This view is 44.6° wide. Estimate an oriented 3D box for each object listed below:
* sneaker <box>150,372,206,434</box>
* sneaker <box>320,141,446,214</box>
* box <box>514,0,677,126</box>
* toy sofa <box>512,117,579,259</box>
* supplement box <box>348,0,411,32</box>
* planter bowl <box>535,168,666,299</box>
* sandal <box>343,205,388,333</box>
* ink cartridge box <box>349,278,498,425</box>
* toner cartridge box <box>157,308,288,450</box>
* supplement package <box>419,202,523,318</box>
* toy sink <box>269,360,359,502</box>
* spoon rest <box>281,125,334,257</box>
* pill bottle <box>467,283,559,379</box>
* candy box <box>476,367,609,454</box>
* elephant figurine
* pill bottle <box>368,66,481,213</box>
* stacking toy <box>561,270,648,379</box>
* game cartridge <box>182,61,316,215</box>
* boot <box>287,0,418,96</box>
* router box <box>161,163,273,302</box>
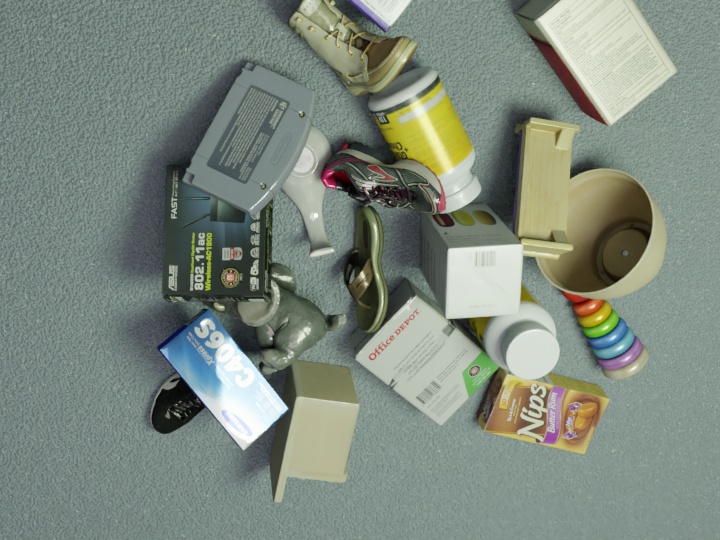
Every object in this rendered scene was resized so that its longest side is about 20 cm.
[{"bbox_3d":[-0.270,0.202,1.396,0.073,0.112,0.200,39,101,-18],"label":"sneaker"},{"bbox_3d":[0.035,-0.120,1.276,0.075,0.199,0.081,-46,143,-35],"label":"sneaker"},{"bbox_3d":[0.341,-0.333,1.281,0.128,0.109,0.200,-39,111,8],"label":"box"},{"bbox_3d":[0.268,-0.121,1.322,0.082,0.098,0.201,7,82,-10],"label":"toy sofa"},{"bbox_3d":[0.055,-0.442,1.203,0.101,0.103,0.200,37,103,-18],"label":"supplement box"},{"bbox_3d":[0.392,-0.042,1.369,0.134,0.200,0.201,23,108,-43],"label":"planter bowl"},{"bbox_3d":[-0.001,-0.001,1.373,0.057,0.080,0.202,-10,104,-29],"label":"sandal"},{"bbox_3d":[0.103,0.133,1.437,0.200,0.084,0.146,40,101,-20],"label":"ink cartridge box"},{"bbox_3d":[-0.207,0.164,1.329,0.095,0.043,0.200,-41,103,-15],"label":"toner cartridge box"},{"bbox_3d":[0.160,-0.020,1.325,0.113,0.200,0.110,-3,112,-8],"label":"supplement package"},{"bbox_3d":[-0.075,0.269,1.441,0.111,0.130,0.201,9,108,-12],"label":"toy sink"},{"bbox_3d":[-0.082,-0.123,1.337,0.099,0.061,0.201,-12,99,-5],"label":"spoon rest"},{"bbox_3d":[0.237,0.087,1.369,0.111,0.200,0.113,-3,111,-7],"label":"pill bottle"},{"bbox_3d":[0.315,0.239,1.524,0.199,0.057,0.117,15,109,-12],"label":"candy box"},{"bbox_3d":[-0.155,0.049,1.355,0.155,0.141,0.200,-37,97,-24],"label":"elephant figurine"},{"bbox_3d":[0.102,-0.189,1.300,0.112,0.112,0.201,-29,111,3],"label":"pill bottle"},{"bbox_3d":[0.401,0.082,1.467,0.085,0.085,0.200,-33,107,5],"label":"stacking toy"},{"bbox_3d":[-0.149,-0.184,1.247,0.133,0.042,0.201,27,80,4],"label":"game cartridge"},{"bbox_3d":[-0.017,-0.317,1.194,0.155,0.200,0.072,43,78,-18],"label":"boot"},{"bbox_3d":[-0.206,-0.055,1.276,0.149,0.062,0.201,-1,81,4],"label":"router box"}]
